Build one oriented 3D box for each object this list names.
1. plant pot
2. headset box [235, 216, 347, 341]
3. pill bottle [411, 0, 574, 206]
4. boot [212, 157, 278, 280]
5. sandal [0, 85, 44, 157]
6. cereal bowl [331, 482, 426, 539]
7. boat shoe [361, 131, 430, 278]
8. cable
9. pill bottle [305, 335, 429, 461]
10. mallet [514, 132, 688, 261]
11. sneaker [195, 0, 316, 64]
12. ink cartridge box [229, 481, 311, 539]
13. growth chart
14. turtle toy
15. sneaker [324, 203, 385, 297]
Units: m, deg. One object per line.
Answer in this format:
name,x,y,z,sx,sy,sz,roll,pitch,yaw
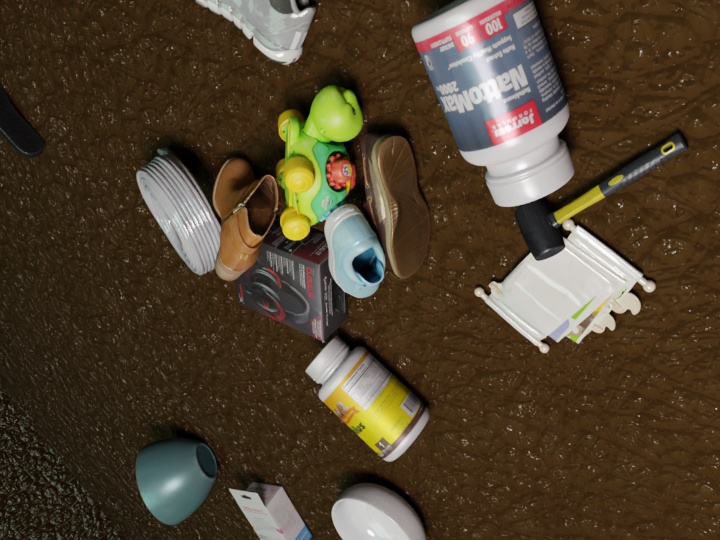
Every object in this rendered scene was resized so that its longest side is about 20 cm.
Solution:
plant pot,-0.427,0.488,1.601,0.133,0.201,0.202,-28,105,9
headset box,-0.103,0.009,1.034,0.197,0.075,0.151,21,131,26
pill bottle,0.142,-0.175,0.665,0.118,0.120,0.202,-10,115,42
boot,-0.155,-0.098,0.923,0.072,0.204,0.155,7,155,-24
sandal,-0.703,-0.298,1.286,0.045,0.075,0.201,-27,105,46
cereal bowl,0.045,0.484,1.271,0.197,0.083,0.203,22,133,25
boat shoe,0.038,-0.086,0.863,0.072,0.072,0.203,29,144,47
cable,-0.284,-0.089,1.064,0.199,0.069,0.203,26,143,56
pill bottle,0.008,0.201,1.066,0.200,0.109,0.110,42,138,4
mallet,0.254,-0.072,0.702,0.199,0.041,0.067,-27,74,43
sneaker,-0.133,-0.355,0.793,0.199,0.075,0.116,37,133,-5
ink cartridge box,-0.212,0.569,1.554,0.114,0.068,0.202,-8,116,42
growth chart,0.245,0.029,0.811,0.145,0.018,0.200,44,138,2
turtle toy,-0.053,-0.142,0.848,0.099,0.147,0.202,0,135,-12
sneaker,0.000,0.000,0.894,0.083,0.073,0.201,58,176,30
